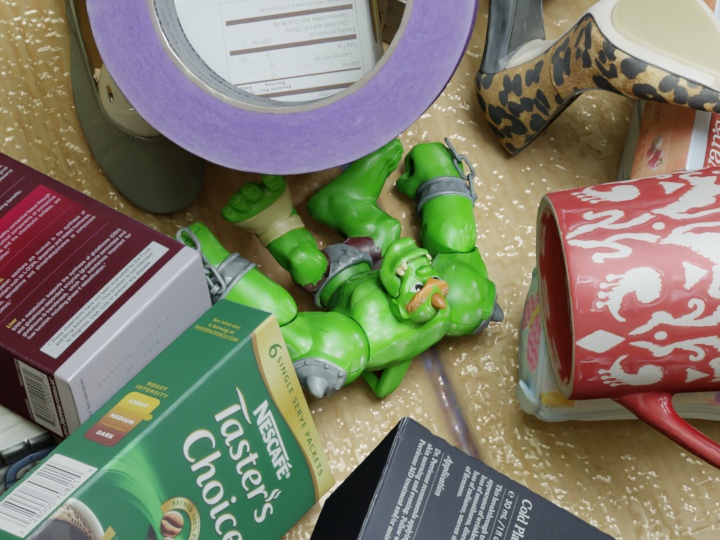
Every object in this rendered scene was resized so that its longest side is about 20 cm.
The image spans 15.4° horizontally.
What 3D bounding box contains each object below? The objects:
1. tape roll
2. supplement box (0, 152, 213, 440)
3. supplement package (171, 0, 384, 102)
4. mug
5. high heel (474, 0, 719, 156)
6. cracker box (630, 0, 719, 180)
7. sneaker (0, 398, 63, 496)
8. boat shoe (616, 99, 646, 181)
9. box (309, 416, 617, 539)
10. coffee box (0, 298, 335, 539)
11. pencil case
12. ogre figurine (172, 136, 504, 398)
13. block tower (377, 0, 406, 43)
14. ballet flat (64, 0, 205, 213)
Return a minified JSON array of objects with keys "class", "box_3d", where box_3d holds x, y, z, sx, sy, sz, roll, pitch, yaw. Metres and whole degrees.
[{"class":"tape roll","box_3d":[-0.038,-0.150,1.374,0.199,0.085,0.201,0,96,5]},{"class":"supplement box","box_3d":[-0.188,0.005,1.410,0.200,0.061,0.109,27,56,29]},{"class":"supplement package","box_3d":[-0.050,-0.175,1.472,0.109,0.114,0.201,-7,95,4]},{"class":"mug","box_3d":[0.200,0.021,1.369,0.199,0.134,0.178,-5,62,-5]},{"class":"high heel","box_3d":[0.141,-0.093,1.468,0.071,0.143,0.200,-26,44,-31]},{"class":"cracker box","box_3d":[0.253,-0.067,1.502,0.200,0.058,0.134,26,63,-25]},{"class":"sneaker","box_3d":[-0.162,0.067,1.435,0.200,0.075,0.087,-31,61,-25]},{"class":"boat shoe","box_3d":[0.192,-0.126,1.553,0.071,0.070,0.200,16,66,0]},{"class":"box","box_3d":[0.049,0.211,1.327,0.182,0.104,0.200,30,51,-8]},{"class":"coffee box","box_3d":[-0.102,0.120,1.362,0.044,0.123,0.200,13,43,40]},{"class":"pencil case","box_3d":[0.185,0.046,1.473,0.199,0.083,0.091,5,85,-5]},{"class":"ogre figurine","box_3d":[0.000,0.000,1.462,0.200,0.098,0.120,-10,60,-54]},{"class":"block tower","box_3d":[-0.038,-0.197,1.564,0.200,0.058,0.054,25,66,6]},{"class":"ballet flat","box_3d":[-0.136,-0.130,1.516,0.067,0.064,0.201,-13,69,-12]}]
